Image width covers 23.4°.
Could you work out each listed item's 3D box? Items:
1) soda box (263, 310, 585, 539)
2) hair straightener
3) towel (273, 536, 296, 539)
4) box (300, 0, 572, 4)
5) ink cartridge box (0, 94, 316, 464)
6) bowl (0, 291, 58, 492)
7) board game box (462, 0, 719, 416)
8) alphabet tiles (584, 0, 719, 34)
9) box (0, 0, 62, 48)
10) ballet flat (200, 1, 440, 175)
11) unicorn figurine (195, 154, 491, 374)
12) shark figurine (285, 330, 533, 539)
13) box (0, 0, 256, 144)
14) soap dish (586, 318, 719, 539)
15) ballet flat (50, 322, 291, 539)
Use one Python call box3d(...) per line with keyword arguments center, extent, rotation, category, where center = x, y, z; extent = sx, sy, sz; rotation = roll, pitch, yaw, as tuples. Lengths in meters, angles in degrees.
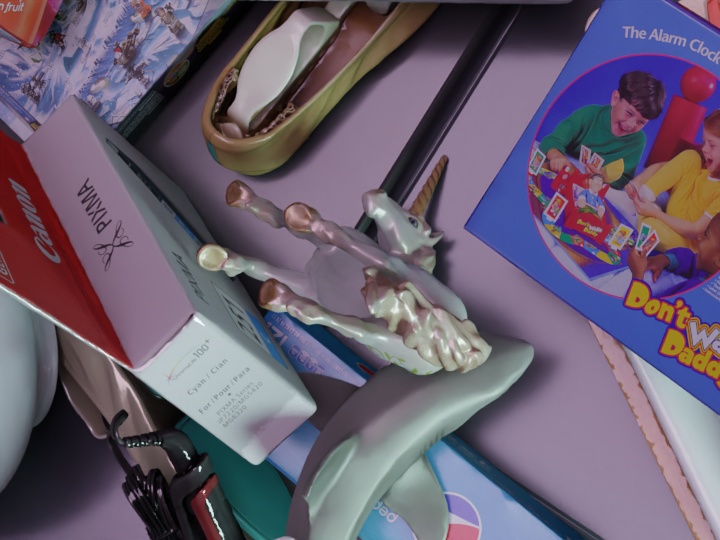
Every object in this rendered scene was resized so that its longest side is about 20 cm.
box3d(center=(0.020, 0.103, 0.863), extent=(0.200, 0.068, 0.064), rotation=(39, 93, 11), category="soda box")
box3d(center=(-0.084, 0.142, 0.841), extent=(0.077, 0.201, 0.041), rotation=(4, 44, 34), category="hair straightener")
box3d(center=(-0.054, 0.228, 0.795), extent=(0.200, 0.030, 0.147), rotation=(-48, 59, 45), category="towel")
box3d(center=(0.010, -0.245, 0.827), extent=(0.199, 0.131, 0.200), rotation=(2, 68, 6), category="box")
box3d(center=(-0.120, -0.019, 0.804), extent=(0.045, 0.176, 0.200), rotation=(-43, 42, 6), category="ink cartridge box")
box3d(center=(-0.216, 0.040, 0.883), extent=(0.201, 0.090, 0.202), rotation=(16, 110, 50), category="bowl")
box3d(center=(0.162, -0.018, 0.746), extent=(0.200, 0.045, 0.135), rotation=(38, 105, 21), category="board game box")
box3d(center=(0.205, -0.084, 0.788), extent=(0.199, 0.015, 0.197), rotation=(-7, 86, 11), category="alphabet tiles")
box3d(center=(-0.239, -0.199, 0.888), extent=(0.199, 0.100, 0.096), rotation=(24, 84, 32), category="box")
box3d(center=(-0.010, -0.132, 0.890), extent=(0.069, 0.063, 0.200), rotation=(37, 93, 13), category="ballet flat")
box3d(center=(0.000, 0.000, 0.804), extent=(0.137, 0.200, 0.074), rotation=(21, 113, -30), category="unicorn figurine")
box3d(center=(-0.008, 0.122, 0.790), extent=(0.127, 0.089, 0.216), rotation=(13, 86, 13), category="shark figurine")
box3d(center=(-0.132, -0.162, 0.927), extent=(0.137, 0.040, 0.200), rotation=(43, 94, 11), category="box")
box3d(center=(0.205, 0.042, 0.826), extent=(0.157, 0.081, 0.201), rotation=(-26, 82, 8), category="soap dish")
box3d(center=(-0.105, 0.082, 0.897), extent=(0.069, 0.069, 0.200), rotation=(-36, 81, 6), category="ballet flat")
